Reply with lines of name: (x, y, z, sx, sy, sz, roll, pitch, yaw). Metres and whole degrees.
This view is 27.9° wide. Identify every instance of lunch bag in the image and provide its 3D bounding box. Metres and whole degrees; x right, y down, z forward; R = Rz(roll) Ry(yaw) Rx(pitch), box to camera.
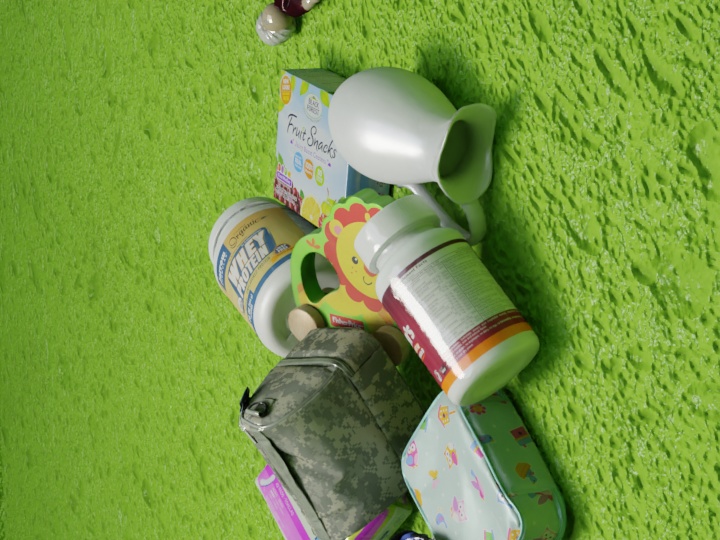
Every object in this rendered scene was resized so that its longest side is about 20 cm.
lunch bag: (-0.031, 0.182, 1.613, 0.139, 0.168, 0.201, -2, 126, 46)
lunch bag: (0.124, 0.228, 1.505, 0.201, 0.076, 0.161, 62, 143, 37)

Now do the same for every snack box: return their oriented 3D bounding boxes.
snack box: (-0.034, -0.144, 1.760, 0.200, 0.067, 0.170, 35, 125, 55)

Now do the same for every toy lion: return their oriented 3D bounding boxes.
toy lion: (0.000, 0.000, 1.632, 0.199, 0.068, 0.194, 12, 120, 38)

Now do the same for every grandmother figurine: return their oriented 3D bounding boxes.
grandmother figurine: (-0.086, -0.371, 1.834, 0.122, 0.060, 0.201, -108, 32, -40)

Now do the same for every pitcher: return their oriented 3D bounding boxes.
pitcher: (0.059, -0.123, 1.553, 0.199, 0.121, 0.173, 28, 135, 45)

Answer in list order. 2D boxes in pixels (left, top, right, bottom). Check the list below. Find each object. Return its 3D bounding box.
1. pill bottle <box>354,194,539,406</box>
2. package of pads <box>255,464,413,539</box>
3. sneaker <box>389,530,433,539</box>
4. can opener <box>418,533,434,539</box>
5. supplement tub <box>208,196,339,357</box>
pill bottle: (0.084, 0.028, 1.471, 0.201, 0.109, 0.110, 54, 142, 20)
package of pads: (-0.035, 0.270, 1.774, 0.155, 0.068, 0.200, -52, 43, 15)
sneaker: (0.064, 0.338, 1.501, 0.080, 0.199, 0.116, 25, 82, 53)
can opener: (0.058, 0.351, 1.641, 0.201, 0.066, 0.054, 108, 167, -47)
supplement tub: (-0.099, 0.005, 1.825, 0.200, 0.143, 0.146, 45, 133, 50)
